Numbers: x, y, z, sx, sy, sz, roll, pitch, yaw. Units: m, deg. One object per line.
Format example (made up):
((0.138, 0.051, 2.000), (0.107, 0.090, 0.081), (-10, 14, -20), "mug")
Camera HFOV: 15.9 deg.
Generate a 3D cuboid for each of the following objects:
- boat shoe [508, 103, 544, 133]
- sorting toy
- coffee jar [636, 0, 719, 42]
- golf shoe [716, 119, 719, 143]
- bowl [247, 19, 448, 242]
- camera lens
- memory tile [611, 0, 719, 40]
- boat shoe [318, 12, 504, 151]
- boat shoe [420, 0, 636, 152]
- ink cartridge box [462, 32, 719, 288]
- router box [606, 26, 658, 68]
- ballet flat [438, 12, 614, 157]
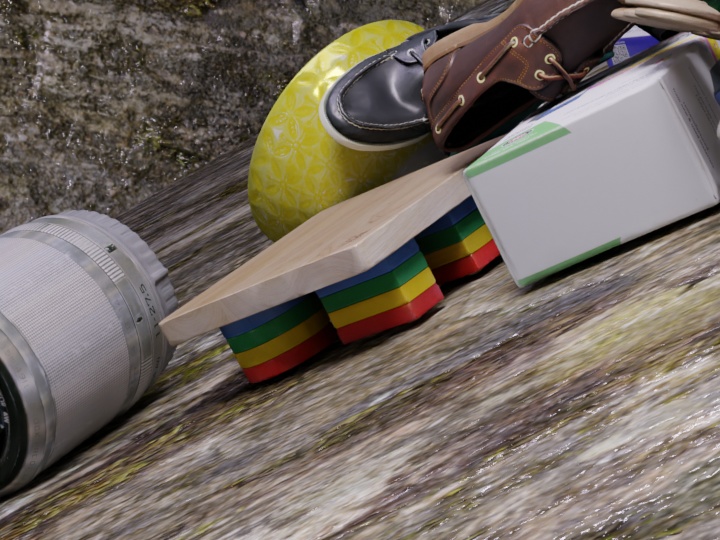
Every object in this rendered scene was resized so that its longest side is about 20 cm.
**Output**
((0.124, -0.090, 1.893), (0.068, 0.074, 0.199), (-22, 11, 19), "boat shoe")
((0.000, 0.000, 1.743), (0.199, 0.070, 0.200), (-21, 10, 43), "sorting toy")
((0.209, -0.199, 1.696), (0.104, 0.086, 0.200), (-16, -31, 38), "coffee jar")
((0.237, -0.075, 1.397), (0.092, 0.073, 0.200), (-30, 8, -18), "golf shoe")
((0.026, -0.075, 1.927), (0.200, 0.200, 0.108), (-32, 51, -28), "bowl")
((-0.245, 0.059, 1.867), (0.160, 0.160, 0.200), (-22, 10, 39), "camera lens")
((0.250, -0.136, 1.506), (0.199, 0.017, 0.153), (11, 4, -2), "memory tile")
((0.061, -0.142, 1.846), (0.199, 0.075, 0.066), (-15, -18, -31), "boat shoe")
((0.116, -0.137, 1.640), (0.070, 0.071, 0.200), (16, -32, -34), "boat shoe")
((0.170, -0.080, 1.613), (0.145, 0.088, 0.200), (-25, 6, 28), "ink cartridge box")
((0.305, -0.188, 1.875), (0.179, 0.049, 0.200), (-33, 20, -34), "router box")
((0.106, -0.140, 1.765), (0.074, 0.074, 0.200), (-33, 0, -36), "ballet flat")
